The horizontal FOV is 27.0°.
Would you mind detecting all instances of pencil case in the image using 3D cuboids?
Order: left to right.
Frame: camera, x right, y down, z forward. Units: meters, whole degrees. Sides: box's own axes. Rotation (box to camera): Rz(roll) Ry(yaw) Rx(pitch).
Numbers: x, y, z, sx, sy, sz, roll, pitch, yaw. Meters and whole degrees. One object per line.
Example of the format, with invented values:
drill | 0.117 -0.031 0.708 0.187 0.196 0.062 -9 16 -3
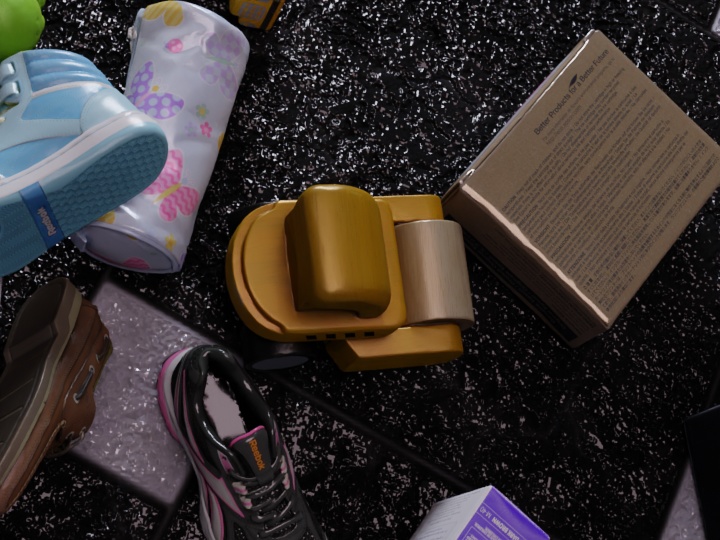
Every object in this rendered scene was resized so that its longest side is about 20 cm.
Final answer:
pencil case | -0.147 -0.099 1.105 0.090 0.083 0.202 24 68 -26

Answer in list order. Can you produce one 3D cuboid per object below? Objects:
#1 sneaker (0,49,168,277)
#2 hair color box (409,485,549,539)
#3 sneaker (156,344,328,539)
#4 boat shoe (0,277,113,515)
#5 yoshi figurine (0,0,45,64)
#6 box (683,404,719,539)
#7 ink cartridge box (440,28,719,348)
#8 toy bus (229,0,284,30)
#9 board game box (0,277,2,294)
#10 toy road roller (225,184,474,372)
sneaker | -0.244 -0.077 1.024 0.199 0.080 0.131 -28 59 -20
hair color box | 0.039 0.252 1.051 0.065 0.109 0.200 42 66 -5
sneaker | -0.082 0.142 1.055 0.080 0.086 0.201 -30 86 -23
boat shoe | -0.208 0.092 1.000 0.068 0.072 0.201 49 35 -29
yoshi figurine | -0.308 -0.179 1.048 0.198 0.113 0.113 -9 58 -30
box | 0.391 0.141 1.160 0.196 0.200 0.124 -3 74 -21
ink cartridge box | 0.181 -0.067 1.216 0.165 0.075 0.200 43 66 -1
toy bus | -0.082 -0.299 1.198 0.078 0.065 0.202 13 70 -15
board game box | -0.309 -0.016 1.015 0.134 0.045 0.202 17 67 -44
toy road roller | 0.000 0.000 1.093 0.198 0.146 0.124 -2 75 -20
